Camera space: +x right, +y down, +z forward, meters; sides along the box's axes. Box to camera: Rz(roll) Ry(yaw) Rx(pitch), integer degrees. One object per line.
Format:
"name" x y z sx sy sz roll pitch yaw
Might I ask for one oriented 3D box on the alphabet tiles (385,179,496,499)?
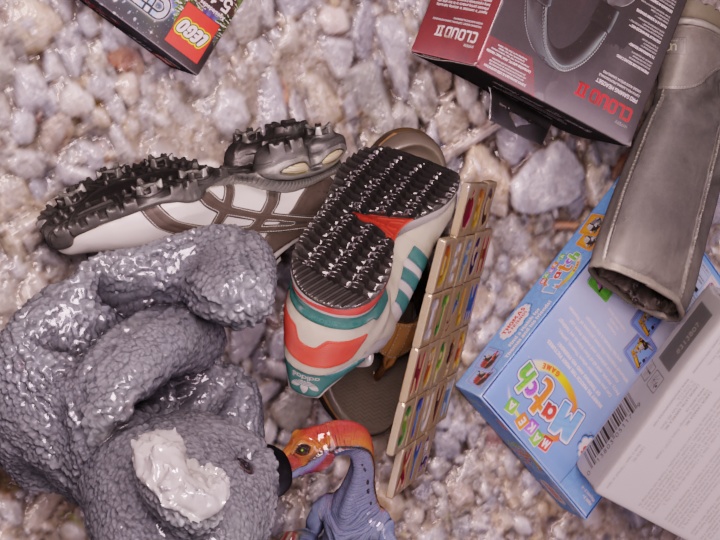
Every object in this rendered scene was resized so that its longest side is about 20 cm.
"alphabet tiles" 0.053 0.041 1.129 0.166 0.006 0.202 -12 116 -75

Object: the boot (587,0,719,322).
"boot" 0.237 -0.062 1.215 0.181 0.072 0.202 22 70 -36

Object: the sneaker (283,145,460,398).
"sneaker" 0.000 0.000 1.048 0.200 0.070 0.094 -55 165 -56

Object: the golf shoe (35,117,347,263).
"golf shoe" -0.091 -0.025 1.039 0.198 0.078 0.096 -16 112 -28

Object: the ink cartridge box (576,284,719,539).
"ink cartridge box" 0.276 0.124 1.241 0.199 0.057 0.163 28 106 -25

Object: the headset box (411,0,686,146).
"headset box" 0.133 -0.184 1.143 0.148 0.077 0.202 22 89 -36

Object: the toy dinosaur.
"toy dinosaur" -0.019 0.164 1.099 0.104 0.200 0.184 5 108 -1

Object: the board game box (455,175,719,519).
"board game box" 0.175 0.054 1.262 0.200 0.036 0.151 -51 124 -13

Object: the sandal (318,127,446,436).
"sandal" 0.021 0.011 1.136 0.081 0.054 0.202 13 96 -35

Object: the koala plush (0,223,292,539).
"koala plush" -0.111 0.107 0.961 0.182 0.201 0.179 -11 135 -18

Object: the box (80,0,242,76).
"box" -0.134 -0.220 0.978 0.199 0.038 0.137 35 83 -35
